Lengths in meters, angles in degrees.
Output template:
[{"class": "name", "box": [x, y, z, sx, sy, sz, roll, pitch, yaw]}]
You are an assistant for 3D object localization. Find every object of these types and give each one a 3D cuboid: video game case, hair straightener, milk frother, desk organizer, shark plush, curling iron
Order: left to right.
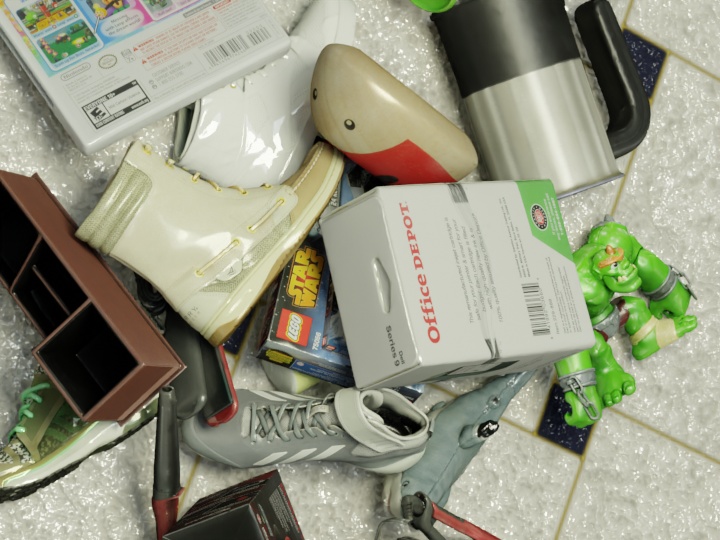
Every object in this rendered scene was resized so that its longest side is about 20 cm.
[{"class": "desk organizer", "box": [-0.229, 0.019, 1.609, 0.072, 0.077, 0.200, -42, 76, 10]}, {"class": "video game case", "box": [-0.185, -0.207, 1.704, 0.199, 0.024, 0.182, -30, 74, -23]}, {"class": "curling iron", "box": [-0.148, 0.181, 1.646, 0.025, 0.050, 0.201, -2, 113, -15]}, {"class": "hair straightener", "box": [-0.149, 0.023, 1.670, 0.077, 0.041, 0.201, 14, 57, -47]}, {"class": "hair straightener", "box": [0.065, 0.233, 1.721, 0.077, 0.041, 0.200, -56, 148, -2]}, {"class": "shark plush", "box": [0.092, 0.145, 1.775, 0.199, 0.083, 0.091, -31, 95, -23]}, {"class": "milk frother", "box": [0.180, -0.163, 1.785, 0.180, 0.200, 0.189, -20, 91, -14]}]

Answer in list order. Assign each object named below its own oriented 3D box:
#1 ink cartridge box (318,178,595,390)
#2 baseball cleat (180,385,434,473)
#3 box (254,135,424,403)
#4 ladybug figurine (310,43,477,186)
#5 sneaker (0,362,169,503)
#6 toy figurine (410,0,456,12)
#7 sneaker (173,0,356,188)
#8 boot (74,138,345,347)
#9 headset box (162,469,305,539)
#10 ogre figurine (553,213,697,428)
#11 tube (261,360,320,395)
[{"class": "ink cartridge box", "box": [0.077, 0.009, 1.691, 0.199, 0.084, 0.147, -3, 75, -41]}, {"class": "baseball cleat", "box": [-0.041, 0.116, 1.688, 0.199, 0.107, 0.070, 3, 62, -11]}, {"class": "box", "box": [0.000, 0.000, 1.742, 0.136, 0.040, 0.201, 20, 59, -12]}, {"class": "ladybug figurine", "box": [0.022, -0.114, 1.703, 0.072, 0.136, 0.200, -51, 147, 5]}, {"class": "sneaker", "box": [-0.242, 0.115, 1.651, 0.200, 0.077, 0.089, -29, 85, -31]}, {"class": "toy figurine", "box": [0.083, -0.341, 1.810, 0.184, 0.150, 0.200, -31, 85, -32]}, {"class": "sneaker", "box": [-0.084, -0.158, 1.746, 0.115, 0.074, 0.201, 27, 75, -21]}, {"class": "boot", "box": [-0.115, -0.058, 1.662, 0.154, 0.072, 0.200, 36, 62, -2]}, {"class": "headset box", "box": [-0.079, 0.244, 1.641, 0.075, 0.200, 0.149, -21, 90, 5]}, {"class": "ogre figurine", "box": [0.211, 0.037, 1.833, 0.200, 0.098, 0.120, -40, 102, -21]}, {"class": "tube", "box": [0.008, 0.036, 1.775, 0.199, 0.052, 0.058, -29, 130, -27]}]
